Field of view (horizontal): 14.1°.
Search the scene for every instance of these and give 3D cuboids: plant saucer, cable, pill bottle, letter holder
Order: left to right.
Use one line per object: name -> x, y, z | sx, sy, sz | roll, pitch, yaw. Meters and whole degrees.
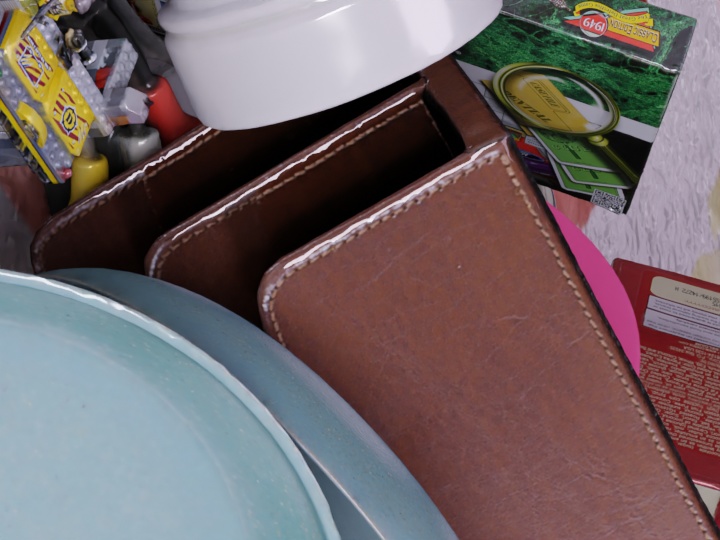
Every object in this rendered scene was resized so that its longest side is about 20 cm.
plant saucer -> -0.101, 0.084, 0.709 | 0.036, 0.199, 0.201 | -97, 172, -66
cable -> -0.069, -0.062, 0.841 | 0.097, 0.050, 0.201 | -42, 141, -34
pill bottle -> -0.038, -0.146, 0.754 | 0.120, 0.119, 0.201 | -49, 121, -56
plant saucer -> -0.023, 0.075, 0.778 | 0.027, 0.200, 0.201 | -40, 128, -25
letter holder -> 0.009, 0.052, 0.837 | 0.201, 0.142, 0.101 | 60, 0, -31

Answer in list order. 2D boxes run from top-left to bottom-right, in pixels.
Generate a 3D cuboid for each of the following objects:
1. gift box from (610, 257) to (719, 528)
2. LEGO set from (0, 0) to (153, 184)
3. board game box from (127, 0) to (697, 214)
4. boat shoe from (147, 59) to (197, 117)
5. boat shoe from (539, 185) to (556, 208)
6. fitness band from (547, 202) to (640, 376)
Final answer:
gift box -> 0.154, 0.124, 1.169 | 0.200, 0.183, 0.188 | -59, 165, -61
LEGO set -> -0.134, -0.053, 0.714 | 0.154, 0.115, 0.201 | -68, 145, -42
board game box -> -0.003, -0.077, 0.874 | 0.105, 0.199, 0.024 | 99, 11, -65
boat shoe -> -0.033, -0.057, 0.986 | 0.200, 0.068, 0.075 | -35, 121, -60
boat shoe -> 0.037, 0.053, 1.124 | 0.062, 0.074, 0.201 | 44, 54, -62
fitness band -> 0.025, 0.034, 1.023 | 0.038, 0.143, 0.200 | -63, 179, 42
